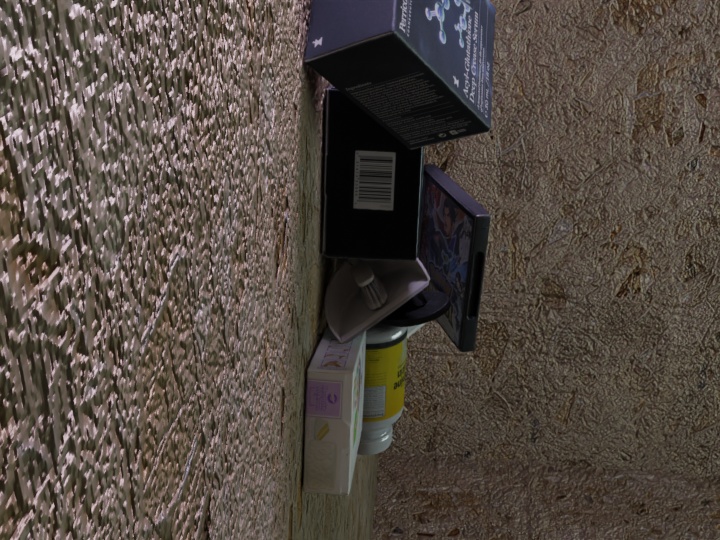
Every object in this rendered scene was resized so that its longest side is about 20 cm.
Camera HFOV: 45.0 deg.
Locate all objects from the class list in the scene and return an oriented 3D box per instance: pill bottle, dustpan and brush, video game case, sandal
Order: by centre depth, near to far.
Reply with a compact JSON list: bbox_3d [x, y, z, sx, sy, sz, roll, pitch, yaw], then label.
[{"bbox_3d":[0.000,0.000,1.131,0.058,0.138,0.200,55,1,-22],"label":"dustpan and brush"},{"bbox_3d":[0.114,-0.022,1.151,0.201,0.025,0.185,-123,-147,-61],"label":"video game case"},{"bbox_3d":[0.032,0.031,1.158,0.075,0.198,0.049,-40,123,-34],"label":"sandal"},{"bbox_3d":[0.010,0.154,1.238,0.113,0.109,0.204,-79,171,-65],"label":"pill bottle"}]

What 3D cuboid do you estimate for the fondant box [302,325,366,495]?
[{"bbox_3d":[-0.029,0.162,1.063,0.200,0.057,0.148,-73,165,-79],"label":"fondant box"}]

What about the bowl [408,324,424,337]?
[{"bbox_3d":[0.059,0.036,1.360,0.198,0.074,0.203,-33,143,-33],"label":"bowl"}]

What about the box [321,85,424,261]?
[{"bbox_3d":[0.020,-0.137,1.101,0.197,0.121,0.205,-82,174,-73],"label":"box"}]

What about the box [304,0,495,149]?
[{"bbox_3d":[0.047,-0.239,0.877,0.199,0.105,0.152,28,61,-50],"label":"box"}]
